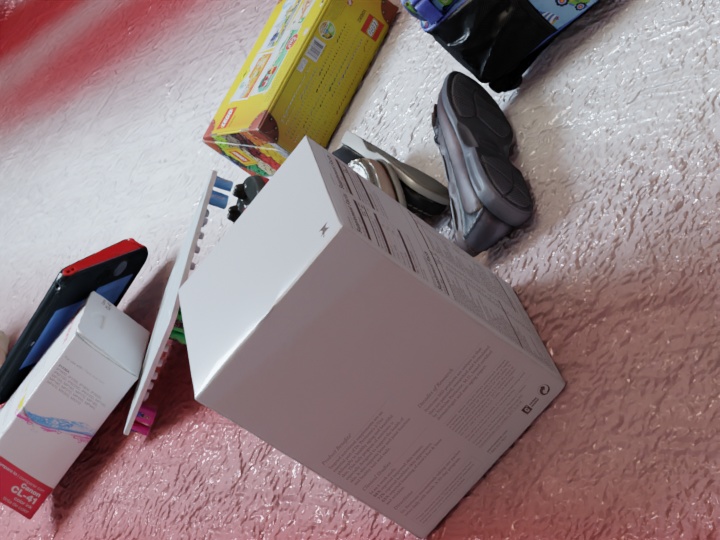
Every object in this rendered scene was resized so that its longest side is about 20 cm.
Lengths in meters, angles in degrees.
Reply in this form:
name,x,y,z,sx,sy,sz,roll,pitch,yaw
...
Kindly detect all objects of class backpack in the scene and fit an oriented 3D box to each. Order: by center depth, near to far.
name,x,y,z,sx,sy,sz,roll,pitch,yaw
backpack,0.141,-0.276,1.306,0.200,0.134,0.183,-36,32,33

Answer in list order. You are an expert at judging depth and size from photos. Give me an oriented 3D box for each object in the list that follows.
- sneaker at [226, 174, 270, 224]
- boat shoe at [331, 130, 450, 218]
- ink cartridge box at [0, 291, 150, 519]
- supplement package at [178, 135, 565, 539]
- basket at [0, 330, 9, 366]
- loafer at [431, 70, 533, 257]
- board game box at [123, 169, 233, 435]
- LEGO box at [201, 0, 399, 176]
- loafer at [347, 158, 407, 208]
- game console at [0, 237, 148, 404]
name,x,y,z,sx,sy,sz,roll,pitch,yaw
sneaker,-0.085,0.011,1.449,0.071,0.097,0.202,-122,44,-53
boat shoe,0.018,-0.069,1.350,0.061,0.074,0.200,-61,27,4
ink cartridge box,-0.315,0.139,1.672,0.200,0.085,0.148,-50,13,12
supplement package,0.003,0.045,1.082,0.152,0.199,0.151,-49,25,14
basket,-0.577,0.121,2.110,0.199,0.177,0.140,-29,32,11
loafer,0.084,-0.087,1.259,0.063,0.072,0.201,-49,28,25
board game box,-0.179,0.035,1.565,0.200,0.026,0.201,119,166,-47
LEGO box,-0.065,-0.204,1.663,0.149,0.077,0.201,2,62,62
loafer,0.000,0.000,1.233,0.072,0.062,0.202,-37,51,51
game console,-0.322,0.057,1.757,0.201,0.031,0.177,-55,-7,24
